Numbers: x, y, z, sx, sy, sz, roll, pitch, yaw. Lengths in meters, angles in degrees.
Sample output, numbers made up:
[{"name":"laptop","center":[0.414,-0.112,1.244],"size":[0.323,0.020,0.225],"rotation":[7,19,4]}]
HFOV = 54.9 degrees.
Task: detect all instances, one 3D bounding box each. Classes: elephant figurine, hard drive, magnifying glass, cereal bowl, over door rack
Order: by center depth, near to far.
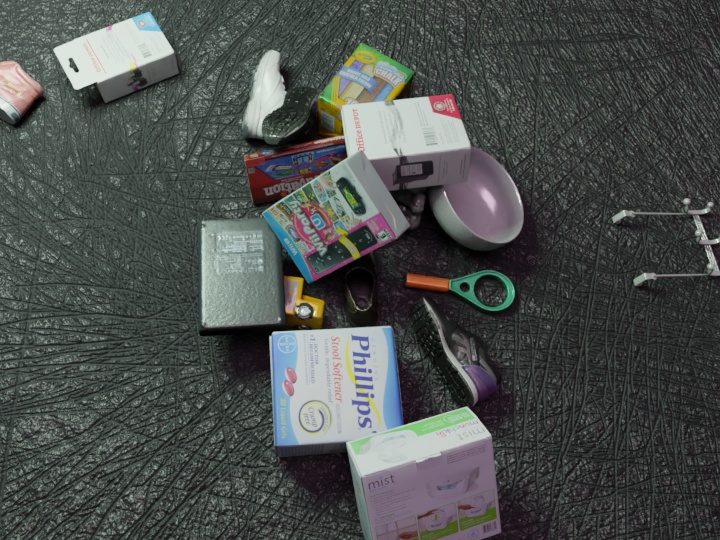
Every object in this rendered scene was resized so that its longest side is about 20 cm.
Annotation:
[{"name":"hard drive","center":[-0.197,0.008,1.148],"size":[0.139,0.033,0.201],"rotation":[-3,63,-7]},{"name":"magnifying glass","center":[0.180,0.030,1.252],"size":[0.199,0.022,0.080],"rotation":[7,66,-1]},{"name":"elephant figurine","center":[0.018,-0.154,1.254],"size":[0.199,0.155,0.142],"rotation":[10,100,0]},{"name":"cereal bowl","center":[0.200,-0.123,1.269],"size":[0.199,0.083,0.201],"rotation":[16,59,-28]},{"name":"over door rack","center":[0.598,-0.055,1.305],"size":[0.199,0.067,0.148],"rotation":[-6,67,-8]}]

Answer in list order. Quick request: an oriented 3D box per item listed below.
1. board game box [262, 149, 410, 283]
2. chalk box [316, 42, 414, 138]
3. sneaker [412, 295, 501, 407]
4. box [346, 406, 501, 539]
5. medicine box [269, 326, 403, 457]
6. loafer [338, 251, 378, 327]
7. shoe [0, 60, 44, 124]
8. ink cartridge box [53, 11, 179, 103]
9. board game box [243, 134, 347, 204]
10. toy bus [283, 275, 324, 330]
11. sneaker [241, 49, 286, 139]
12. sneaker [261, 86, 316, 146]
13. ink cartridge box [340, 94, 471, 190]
[{"name":"board game box","center":[-0.042,-0.084,1.135],"size":[0.148,0.200,0.064],"rotation":[56,38,-9]},{"name":"chalk box","center":[0.020,-0.337,1.339],"size":[0.124,0.125,0.200],"rotation":[32,69,9]},{"name":"sneaker","center":[0.164,0.129,1.183],"size":[0.087,0.076,0.201],"rotation":[-20,75,-28]},{"name":"box","center":[0.095,0.323,1.028],"size":[0.199,0.097,0.177],"rotation":[-14,110,-11]},{"name":"medicine box","center":[-0.041,0.194,1.116],"size":[0.199,0.103,0.183],"rotation":[-3,67,-6]},{"name":"loafer","center":[0.000,0.000,1.220],"size":[0.073,0.071,0.201],"rotation":[-9,68,-9]},{"name":"shoe","center":[-0.704,-0.364,1.313],"size":[0.200,0.072,0.091],"rotation":[33,66,3]},{"name":"ink cartridge box","center":[-0.473,-0.408,1.352],"size":[0.199,0.068,0.115],"rotation":[-28,72,-16]},{"name":"board game box","center":[-0.108,-0.185,1.274],"size":[0.199,0.103,0.019],"rotation":[-14,47,-11]},{"name":"toy bus","center":[-0.160,0.050,1.187],"size":[0.199,0.065,0.079],"rotation":[7,64,-2]},{"name":"sneaker","center":[-0.177,-0.338,1.359],"size":[0.087,0.075,0.201],"rotation":[12,72,-13]},{"name":"sneaker","center":[-0.121,-0.261,1.282],"size":[0.075,0.088,0.200],"rotation":[8,38,13]},{"name":"ink cartridge box","center":[0.073,-0.216,1.182],"size":[0.199,0.084,0.146],"rotation":[-7,51,-3]}]
